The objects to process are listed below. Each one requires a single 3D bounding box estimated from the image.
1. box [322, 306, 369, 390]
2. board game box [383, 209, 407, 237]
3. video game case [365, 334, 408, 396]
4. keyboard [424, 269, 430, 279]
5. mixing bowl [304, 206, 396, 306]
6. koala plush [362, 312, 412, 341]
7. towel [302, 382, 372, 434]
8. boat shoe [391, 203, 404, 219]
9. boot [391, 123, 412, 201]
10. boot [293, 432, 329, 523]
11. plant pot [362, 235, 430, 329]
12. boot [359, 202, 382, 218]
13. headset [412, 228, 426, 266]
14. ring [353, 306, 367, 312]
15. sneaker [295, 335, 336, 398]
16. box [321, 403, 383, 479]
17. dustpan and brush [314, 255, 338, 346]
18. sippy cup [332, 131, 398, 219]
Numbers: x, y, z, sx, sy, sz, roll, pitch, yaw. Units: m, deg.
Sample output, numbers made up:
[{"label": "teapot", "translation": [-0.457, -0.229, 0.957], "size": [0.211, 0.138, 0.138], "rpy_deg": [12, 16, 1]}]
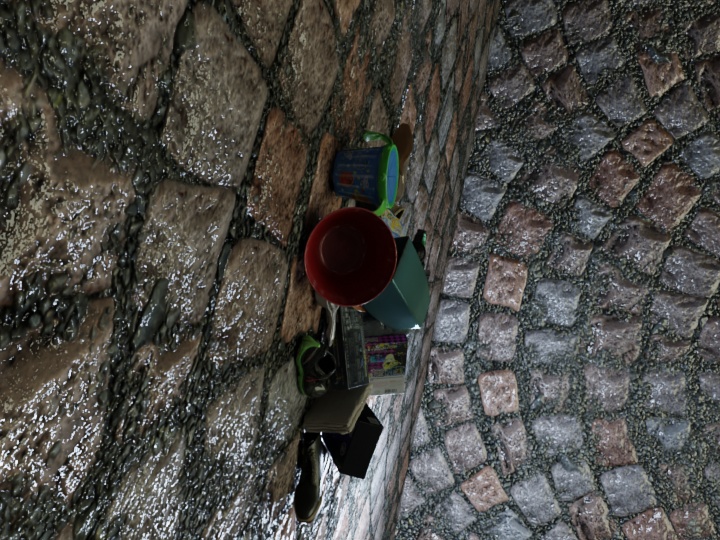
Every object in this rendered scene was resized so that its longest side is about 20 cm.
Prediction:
[{"label": "box", "translation": [-0.033, 0.182, 1.722], "size": [0.157, 0.050, 0.207], "rpy_deg": [8, 75, -70]}, {"label": "board game box", "translation": [0.050, -0.069, 1.882], "size": [0.135, 0.034, 0.204], "rpy_deg": [43, 53, -34]}, {"label": "video game case", "translation": [0.025, 0.256, 1.872], "size": [0.036, 0.193, 0.186], "rpy_deg": [-104, -167, -55]}, {"label": "keyboard", "translation": [0.144, 0.062, 2.028], "size": [0.198, 0.020, 0.130], "rpy_deg": [-4, 117, -61]}, {"label": "mixing bowl", "translation": [-0.029, -0.036, 1.495], "size": [0.108, 0.194, 0.207], "rpy_deg": [-138, -123, -75]}, {"label": "koala plush", "translation": [0.046, 0.120, 1.929], "size": [0.202, 0.179, 0.180], "rpy_deg": [-102, 168, -53]}, {"label": "towel", "translation": [-0.055, 0.336, 1.741], "size": [0.200, 0.129, 0.035], "rpy_deg": [-51, 134, -59]}, {"label": "boat shoe", "translation": [0.076, -0.120, 1.992], "size": [0.073, 0.074, 0.203], "rpy_deg": [86, 22, -50]}, {"label": "boot", "translation": [0.108, -0.298, 2.019], "size": [0.146, 0.068, 0.206], "rpy_deg": [54, 51, -79]}, {"label": "boot", "translation": [-0.129, 0.488, 1.720], "size": [0.203, 0.075, 0.141], "rpy_deg": [-82, 169, -46]}, {"label": "plant pot", "translation": [0.086, 0.045, 1.740], "size": [0.202, 0.138, 0.143], "rpy_deg": [55, 45, -34]}, {"label": "boot", "translation": [0.041, -0.232, 1.790], "size": [0.207, 0.071, 0.156], "rpy_deg": [86, 17, -46]}, {"label": "headset", "translation": [0.146, -0.032, 2.083], "size": [0.125, 0.091, 0.203], "rpy_deg": [87, 19, -52]}, {"label": "ring", "translation": [0.000, 0.000, 1.761], "size": [0.198, 0.019, 0.207], "rpy_deg": [14, 73, -53]}, {"label": "sneaker", "translation": [-0.095, 0.229, 1.595], "size": [0.203, 0.081, 0.078], "rpy_deg": [83, 25, -51]}, {"label": "box", "translation": [-0.025, 0.412, 1.803], "size": [0.200, 0.077, 0.145], "rpy_deg": [-142, -111, -69]}, {"label": "dustpan and brush", "translation": [-0.067, 0.067, 1.609], "size": [0.139, 0.056, 0.206], "rpy_deg": [0, 104, -72]}, {"label": "sippy cup", "translation": [0.010, -0.208, 1.543], "size": [0.179, 0.126, 0.143], "rpy_deg": [-65, 157, -54]}]
